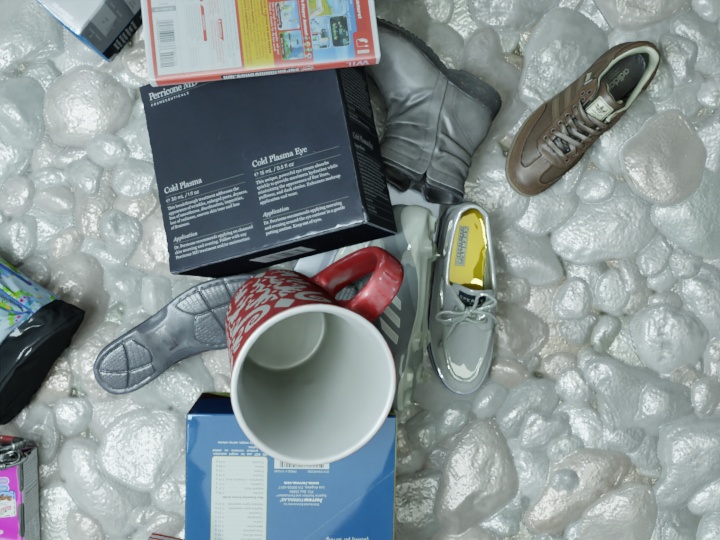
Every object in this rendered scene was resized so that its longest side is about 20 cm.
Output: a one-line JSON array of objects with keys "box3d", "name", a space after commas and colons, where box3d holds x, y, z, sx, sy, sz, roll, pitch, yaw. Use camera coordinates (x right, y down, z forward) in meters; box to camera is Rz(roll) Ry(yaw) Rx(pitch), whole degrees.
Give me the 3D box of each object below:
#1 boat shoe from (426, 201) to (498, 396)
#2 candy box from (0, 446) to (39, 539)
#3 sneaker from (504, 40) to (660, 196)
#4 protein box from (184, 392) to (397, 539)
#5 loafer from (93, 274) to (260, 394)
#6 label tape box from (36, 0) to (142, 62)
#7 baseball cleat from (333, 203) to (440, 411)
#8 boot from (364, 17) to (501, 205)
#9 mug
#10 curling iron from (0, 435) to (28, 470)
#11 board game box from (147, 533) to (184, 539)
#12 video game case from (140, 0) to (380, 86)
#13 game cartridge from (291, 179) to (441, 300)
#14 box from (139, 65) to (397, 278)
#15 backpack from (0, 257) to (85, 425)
[{"box3d": [0.111, 0.030, 0.908, 0.074, 0.086, 0.204, 5, 91, -3], "name": "boat shoe"}, {"box3d": [-0.397, 0.283, 0.899, 0.135, 0.061, 0.202, -1, 91, -4], "name": "candy box"}, {"box3d": [0.225, -0.161, 0.916, 0.070, 0.076, 0.200, 41, 88, -3], "name": "sneaker"}, {"box3d": [-0.067, 0.230, 0.879, 0.197, 0.135, 0.202, 1, 91, -3], "name": "protein box"}, {"box3d": [-0.176, 0.056, 0.906, 0.199, 0.063, 0.072, -27, 103, -4], "name": "loafer"}, {"box3d": [-0.214, -0.305, 0.853, 0.066, 0.143, 0.200, 41, 89, -5], "name": "label tape box"}, {"box3d": [0.022, 0.034, 0.878, 0.106, 0.070, 0.202, 5, 76, 16], "name": "baseball cleat"}, {"box3d": [0.037, -0.160, 0.894, 0.199, 0.070, 0.132, 28, 75, -2], "name": "boot"}, {"box3d": [-0.039, 0.064, 0.801, 0.176, 0.200, 0.134, -24, 106, -9], "name": "mug"}, {"box3d": [-0.408, 0.168, 0.875, 0.198, 0.050, 0.026, 3, 101, 25], "name": "curling iron"}, {"box3d": [-0.216, 0.379, 0.867, 0.046, 0.152, 0.202, 12, 91, -3], "name": "board game box"}, {"box3d": [-0.089, -0.239, 0.772, 0.198, 0.017, 0.144, -6, 82, -3], "name": "video game case"}, {"box3d": [0.000, 0.000, 0.928, 0.133, 0.040, 0.201, 25, 90, 0], "name": "game cartridge"}, {"box3d": [-0.086, -0.104, 0.844, 0.198, 0.104, 0.184, -13, 83, 17], "name": "box"}, {"box3d": [-0.401, 0.043, 0.863, 0.200, 0.154, 0.163, 43, 104, 9], "name": "backpack"}]
